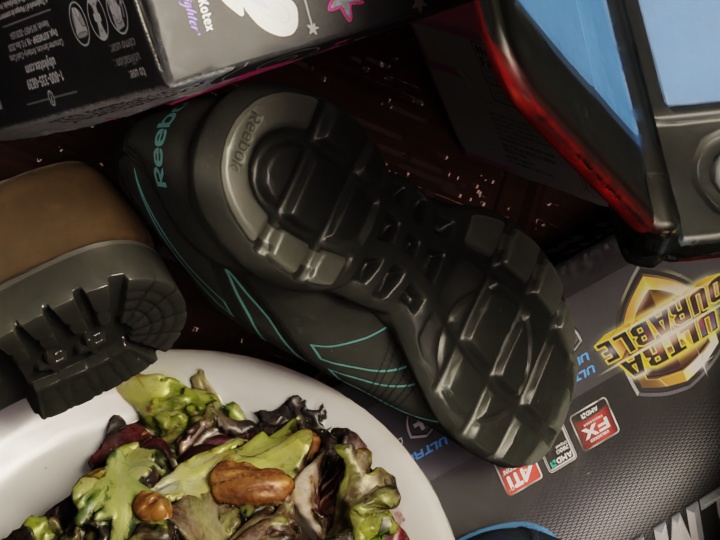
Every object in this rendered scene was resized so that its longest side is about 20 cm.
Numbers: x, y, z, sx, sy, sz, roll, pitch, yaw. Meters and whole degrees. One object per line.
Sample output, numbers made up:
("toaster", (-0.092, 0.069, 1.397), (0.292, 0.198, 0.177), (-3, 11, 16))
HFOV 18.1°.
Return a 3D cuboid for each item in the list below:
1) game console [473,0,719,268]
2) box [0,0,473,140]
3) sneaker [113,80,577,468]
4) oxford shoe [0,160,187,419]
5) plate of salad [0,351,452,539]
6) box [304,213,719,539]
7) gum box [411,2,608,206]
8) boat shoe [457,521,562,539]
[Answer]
("game console", (0.096, -0.116, 0.643), (0.172, 0.119, 0.201), (-6, 65, -8))
("box", (-0.063, -0.120, 0.702), (0.114, 0.200, 0.133), (-19, 97, -25))
("sneaker", (0.000, 0.000, 0.757), (0.200, 0.079, 0.076), (42, 64, -37))
("oxford shoe", (-0.163, 0.021, 0.733), (0.199, 0.073, 0.085), (-20, 57, -12))
("plate of salad", (-0.067, 0.105, 0.717), (0.199, 0.048, 0.201), (-2, 55, 3))
("box", (0.086, 0.096, 0.852), (0.200, 0.050, 0.199), (-27, 99, -22))
("gum box", (0.117, -0.077, 0.791), (0.113, 0.200, 0.066), (-35, 121, -20))
("boat shoe", (0.001, 0.159, 0.752), (0.084, 0.069, 0.200), (42, 77, -16))
